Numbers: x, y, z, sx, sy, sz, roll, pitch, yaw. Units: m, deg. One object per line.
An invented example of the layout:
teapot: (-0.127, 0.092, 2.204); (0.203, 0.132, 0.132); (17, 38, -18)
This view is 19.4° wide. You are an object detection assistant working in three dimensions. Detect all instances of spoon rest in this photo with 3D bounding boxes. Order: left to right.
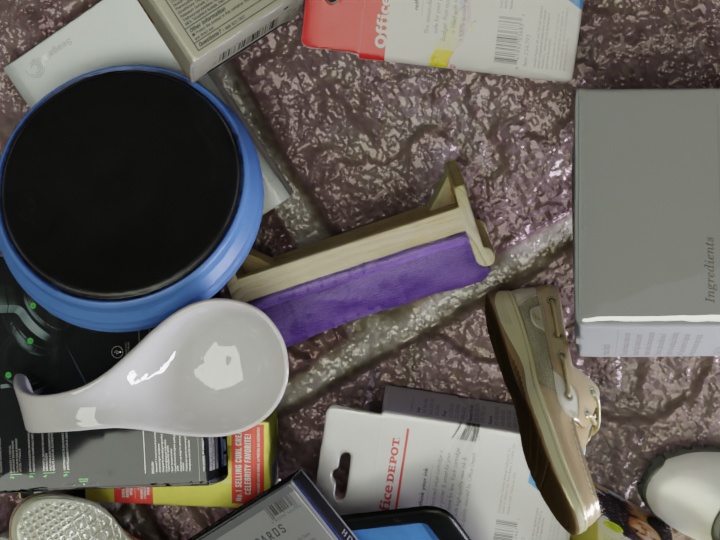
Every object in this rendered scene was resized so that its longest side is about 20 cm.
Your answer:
spoon rest: (-0.148, 0.080, 1.479); (0.198, 0.061, 0.100); (-13, 105, 5)

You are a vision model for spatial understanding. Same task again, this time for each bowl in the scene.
bowl: (-0.170, -0.057, 1.517); (0.198, 0.039, 0.203); (-2, 68, 6)

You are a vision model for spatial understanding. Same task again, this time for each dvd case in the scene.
dvd case: (-0.038, 0.263, 1.596); (0.150, 0.025, 0.201); (-34, 97, 33)

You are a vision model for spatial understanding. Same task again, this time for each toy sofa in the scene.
toy sofa: (0.000, 0.000, 1.569); (0.198, 0.083, 0.098); (-18, 105, 3)

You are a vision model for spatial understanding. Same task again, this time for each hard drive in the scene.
hard drive: (-0.160, -0.106, 1.596); (0.131, 0.026, 0.201); (-32, 101, 13)

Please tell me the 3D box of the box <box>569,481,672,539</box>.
box: (0.194, 0.226, 1.564); (0.075, 0.200, 0.050); (28, 106, -4)

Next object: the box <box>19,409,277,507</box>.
box: (-0.165, 0.142, 1.645); (0.198, 0.050, 0.076); (3, 103, 5)

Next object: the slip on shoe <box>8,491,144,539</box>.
slip on shoe: (-0.206, 0.220, 1.623); (0.061, 0.200, 0.075); (14, 77, 37)

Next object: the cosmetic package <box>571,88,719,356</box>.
cosmetic package: (0.248, -0.030, 1.479); (0.198, 0.167, 0.168); (0, 81, 5)

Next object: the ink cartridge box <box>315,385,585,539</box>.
ink cartridge box: (0.067, 0.159, 1.627); (0.198, 0.067, 0.117); (9, 107, 2)

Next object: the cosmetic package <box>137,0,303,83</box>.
cosmetic package: (-0.134, -0.247, 1.491); (0.103, 0.087, 0.201); (-32, 89, -7)

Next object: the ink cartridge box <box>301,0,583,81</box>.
ink cartridge box: (0.063, -0.208, 1.524); (0.198, 0.067, 0.117); (7, 106, 3)

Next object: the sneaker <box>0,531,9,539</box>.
sneaker: (-0.334, 0.240, 1.622); (0.198, 0.129, 0.080); (25, 114, 25)

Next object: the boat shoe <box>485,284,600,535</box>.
boat shoe: (0.148, 0.097, 1.555); (0.064, 0.201, 0.072); (-12, 148, -8)

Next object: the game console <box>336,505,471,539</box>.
game console: (0.008, 0.276, 1.608); (0.198, 0.116, 0.178); (-10, 80, 28)

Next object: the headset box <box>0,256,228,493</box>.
headset box: (-0.205, 0.075, 1.566); (0.198, 0.093, 0.176); (-4, 87, 5)

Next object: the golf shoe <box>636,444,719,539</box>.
golf shoe: (0.307, 0.197, 1.605); (0.198, 0.088, 0.078); (23, 108, 0)
